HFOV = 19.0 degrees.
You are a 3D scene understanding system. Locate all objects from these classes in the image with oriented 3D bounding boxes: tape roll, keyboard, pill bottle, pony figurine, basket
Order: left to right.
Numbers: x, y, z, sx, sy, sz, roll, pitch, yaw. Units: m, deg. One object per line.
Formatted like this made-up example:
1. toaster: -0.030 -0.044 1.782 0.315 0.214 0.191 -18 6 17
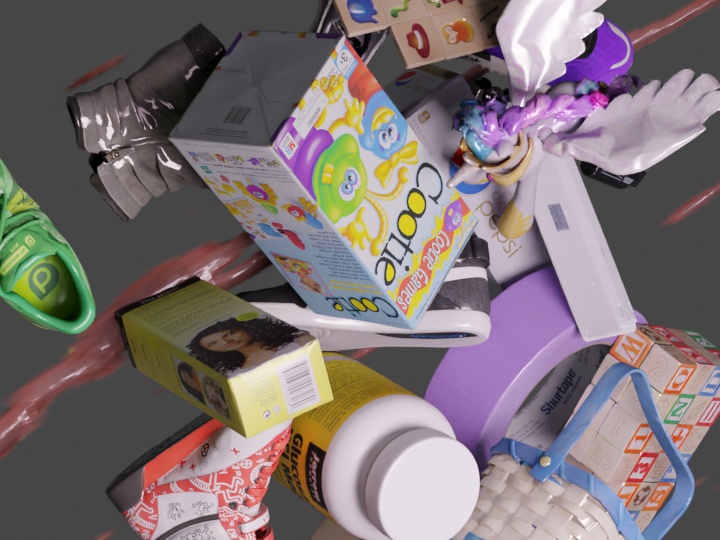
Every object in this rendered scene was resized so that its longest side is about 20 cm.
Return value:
1. pill bottle: 0.001 0.134 1.611 0.112 0.200 0.113 -8 108 -28
2. tape roll: 0.140 0.096 1.714 0.200 0.066 0.200 -31 144 -27
3. pony figurine: 0.144 -0.110 1.547 0.193 0.200 0.167 -41 77 2
4. keyboard: 0.157 -0.042 1.659 0.056 0.011 0.200 -12 74 -32
5. basket: 0.169 0.188 1.609 0.200 0.139 0.176 -52 136 -20

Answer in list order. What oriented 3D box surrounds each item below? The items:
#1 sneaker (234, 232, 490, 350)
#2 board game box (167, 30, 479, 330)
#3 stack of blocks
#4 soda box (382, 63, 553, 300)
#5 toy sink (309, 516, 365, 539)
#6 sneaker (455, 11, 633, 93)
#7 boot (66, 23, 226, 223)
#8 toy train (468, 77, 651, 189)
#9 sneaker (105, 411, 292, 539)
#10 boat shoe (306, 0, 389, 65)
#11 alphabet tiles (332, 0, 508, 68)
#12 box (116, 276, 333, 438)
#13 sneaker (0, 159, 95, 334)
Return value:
1. sneaker: 0.000 0.000 1.643 0.200 0.073 0.112 1 71 2
2. board game box: -0.022 -0.063 1.512 0.103 0.105 0.200 -58 133 -23
3. stack of blocks: 0.213 0.143 1.736 0.115 0.059 0.200 7 117 -53
4. soda box: 0.084 -0.065 1.680 0.064 0.068 0.200 -41 120 -14
5. toy sink: 0.020 0.262 1.704 0.130 0.112 0.200 35 90 -33
6. sneaker: 0.145 -0.189 1.650 0.200 0.099 0.070 11 69 -32
7. boot: -0.125 -0.072 1.571 0.131 0.068 0.200 -33 118 -6
8. toy train: 0.154 -0.107 1.731 0.200 0.034 0.046 19 104 -33
9. sneaker: -0.083 0.151 1.587 0.201 0.067 0.108 -35 97 22
10. boat shoe: -0.002 -0.177 1.601 0.073 0.063 0.200 32 87 -34
11. alphabet tiles: 0.039 -0.246 1.571 0.167 0.008 0.200 -16 77 -26
12. box: -0.099 0.059 1.531 0.075 0.200 0.050 -24 112 -23
13. sneaker: -0.248 -0.030 1.488 0.074 0.084 0.200 -49 121 -9
